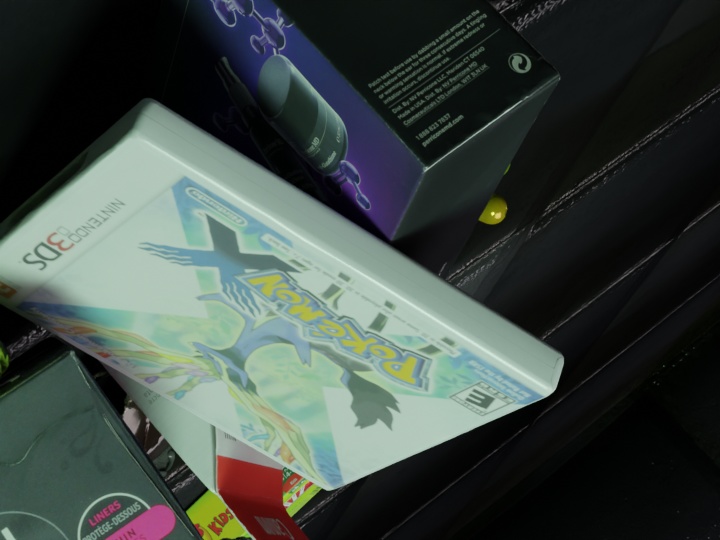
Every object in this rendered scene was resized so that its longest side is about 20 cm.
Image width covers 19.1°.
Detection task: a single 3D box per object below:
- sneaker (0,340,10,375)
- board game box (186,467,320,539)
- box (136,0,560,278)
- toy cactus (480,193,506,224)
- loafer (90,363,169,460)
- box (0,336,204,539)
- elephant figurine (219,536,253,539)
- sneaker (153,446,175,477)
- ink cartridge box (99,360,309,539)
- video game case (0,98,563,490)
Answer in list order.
[{"bbox_3d":[-0.193,0.037,0.831,0.084,0.074,0.200,-45,168,-4],"label":"sneaker"},{"bbox_3d":[-0.114,0.212,1.728,0.200,0.048,0.102,-44,167,7],"label":"board game box"},{"bbox_3d":[-0.017,-0.061,0.882,0.079,0.141,0.200,-34,165,-26],"label":"box"},{"bbox_3d":[0.016,-0.008,1.312,0.200,0.102,0.165,-49,179,-9],"label":"toy cactus"},{"bbox_3d":[-0.184,0.116,1.166,0.200,0.073,0.071,-47,158,0],"label":"loafer"},{"bbox_3d":[-0.155,0.106,0.956,0.122,0.106,0.200,-34,-175,-9],"label":"box"},{"bbox_3d":[-0.125,0.183,1.112,0.142,0.154,0.201,-96,-173,-58],"label":"elephant figurine"},{"bbox_3d":[-0.150,0.142,1.269,0.200,0.086,0.080,-45,171,-24],"label":"sneaker"},{"bbox_3d":[-0.062,0.078,1.075,0.050,0.200,0.161,-44,168,1],"label":"ink cartridge box"},{"bbox_3d":[-0.046,0.019,0.879,0.182,0.200,0.022,-31,-146,54],"label":"video game case"}]
